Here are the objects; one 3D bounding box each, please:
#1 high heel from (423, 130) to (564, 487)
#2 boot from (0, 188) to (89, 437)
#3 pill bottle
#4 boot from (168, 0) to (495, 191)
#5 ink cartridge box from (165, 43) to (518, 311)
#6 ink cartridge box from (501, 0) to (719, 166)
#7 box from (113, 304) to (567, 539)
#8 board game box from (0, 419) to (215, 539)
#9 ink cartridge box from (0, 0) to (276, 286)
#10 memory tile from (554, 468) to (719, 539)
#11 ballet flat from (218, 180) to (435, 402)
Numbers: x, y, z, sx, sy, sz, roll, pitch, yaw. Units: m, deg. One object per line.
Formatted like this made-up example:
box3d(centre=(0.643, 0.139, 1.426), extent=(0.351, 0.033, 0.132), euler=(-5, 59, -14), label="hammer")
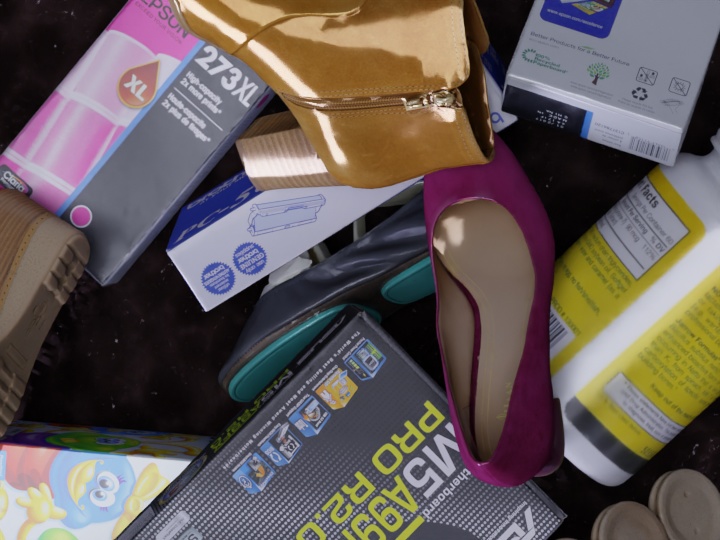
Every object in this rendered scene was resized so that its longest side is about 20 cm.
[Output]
box3d(centre=(0.063, 0.011, 1.457), extent=(0.067, 0.096, 0.201), euler=(-19, 80, 17), label="high heel")
box3d(centre=(-0.258, 0.031, 1.576), extent=(0.166, 0.072, 0.200), euler=(16, 59, 31), label="boot")
box3d(centre=(0.171, 0.011, 1.533), extent=(0.200, 0.114, 0.114), euler=(-43, 87, 10), label="pill bottle")
box3d(centre=(-0.014, -0.135, 1.453), extent=(0.144, 0.071, 0.202), euler=(-11, 115, 23), label="boot")
box3d(centre=(-0.009, -0.057, 1.564), extent=(0.200, 0.094, 0.044), euler=(-32, 103, 10), label="ink cartridge box")
box3d(centre=(0.151, -0.155, 1.531), extent=(0.099, 0.039, 0.200), euler=(19, 59, 8), label="ink cartridge box")
box3d(centre=(-0.017, 0.143, 1.507), extent=(0.200, 0.044, 0.160), euler=(-44, 99, -3), label="box")
box3d(centre=(-0.113, 0.146, 1.594), extent=(0.199, 0.105, 0.103), euler=(5, 94, 8), label="board game box")
box3d(centre=(-0.114, -0.096, 1.613), extent=(0.095, 0.037, 0.200), euler=(41, 97, 5), label="ink cartridge box")
box3d(centre=(0.177, 0.217, 1.542), extent=(0.017, 0.153, 0.200), euler=(-26, 90, 51), label="memory tile")
box3d(centre=(0.000, 0.000, 1.590), extent=(0.200, 0.073, 0.073), euler=(-31, 89, 16), label="ballet flat")
